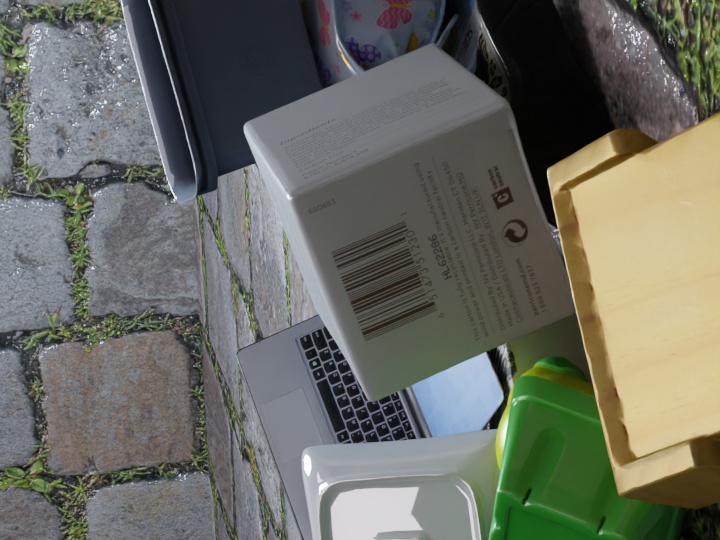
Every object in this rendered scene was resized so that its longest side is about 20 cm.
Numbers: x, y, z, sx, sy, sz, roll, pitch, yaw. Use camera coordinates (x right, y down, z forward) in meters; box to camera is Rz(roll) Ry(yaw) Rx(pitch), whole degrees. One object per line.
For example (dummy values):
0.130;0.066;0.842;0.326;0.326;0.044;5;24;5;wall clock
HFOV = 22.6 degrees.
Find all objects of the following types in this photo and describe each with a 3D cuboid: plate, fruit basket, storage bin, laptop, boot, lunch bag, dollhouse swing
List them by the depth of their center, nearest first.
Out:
0.223;0.015;1.051;0.181;0.175;0.202;18;-124;-57;dollhouse swing
0.155;0.152;1.266;0.215;0.154;0.217;19;-90;-74;fruit basket
0.130;-0.101;1.350;0.154;0.073;0.205;95;160;-66;boot
0.040;0.230;1.389;0.032;0.198;0.202;-3;-94;-59;plate
0.002;0.084;1.458;0.116;0.199;0.188;63;-176;-61;laptop
-0.114;-0.171;1.545;0.145;0.133;0.202;171;85;-74;storage bin
0.011;-0.217;1.569;0.170;0.126;0.202;130;139;-72;lunch bag

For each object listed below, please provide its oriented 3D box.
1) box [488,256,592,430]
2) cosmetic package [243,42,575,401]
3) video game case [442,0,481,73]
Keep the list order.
0.138;0.095;1.401;0.082;0.068;0.202;139;124;-74;box
0.031;-0.041;1.300;0.200;0.165;0.168;-125;12;-67;cosmetic package
0.080;-0.262;1.582;0.182;0.022;0.202;111;150;-64;video game case
